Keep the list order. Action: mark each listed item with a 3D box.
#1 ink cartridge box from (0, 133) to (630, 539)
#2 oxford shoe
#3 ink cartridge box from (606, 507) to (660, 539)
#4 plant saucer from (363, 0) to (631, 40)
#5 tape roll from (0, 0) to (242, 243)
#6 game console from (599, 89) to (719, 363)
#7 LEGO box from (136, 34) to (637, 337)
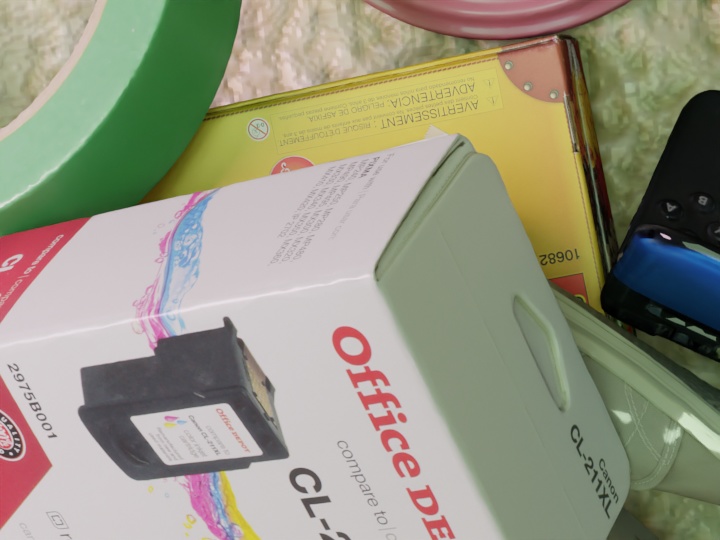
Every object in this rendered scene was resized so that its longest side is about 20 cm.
[{"bbox_3d":[-0.033,0.051,0.668,0.200,0.083,0.146,-11,117,33],"label":"ink cartridge box"},{"bbox_3d":[0.082,0.047,0.701,0.200,0.075,0.058,32,93,9],"label":"oxford shoe"},{"bbox_3d":[0.082,0.179,0.755,0.200,0.083,0.147,41,103,-21],"label":"ink cartridge box"},{"bbox_3d":[0.051,-0.190,0.772,0.200,0.051,0.201,1,95,10],"label":"plant saucer"},{"bbox_3d":[-0.142,-0.099,0.770,0.200,0.048,0.201,-11,67,26],"label":"tape roll"},{"bbox_3d":[0.196,0.001,0.690,0.200,0.171,0.118,25,143,5],"label":"game console"},{"bbox_3d":[0.000,0.000,0.787,0.200,0.077,0.149,-10,95,11],"label":"LEGO box"}]
